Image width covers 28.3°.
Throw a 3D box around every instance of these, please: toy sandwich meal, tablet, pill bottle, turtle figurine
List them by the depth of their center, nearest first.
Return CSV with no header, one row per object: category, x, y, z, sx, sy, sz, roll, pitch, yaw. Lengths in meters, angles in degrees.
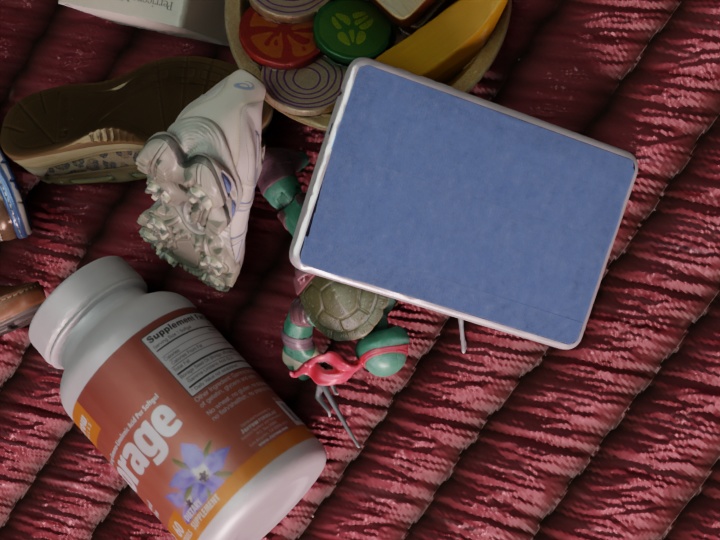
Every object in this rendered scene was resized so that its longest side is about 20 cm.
tablet,0.066,-0.037,0.866,0.199,0.014,0.131,17,95,-19
toy sandwich meal,0.008,-0.182,0.891,0.203,0.070,0.207,-2,70,6
turtle figurine,0.000,0.000,0.910,0.149,0.101,0.201,-23,73,9
pill bottle,-0.126,0.089,0.947,0.200,0.112,0.112,45,104,15

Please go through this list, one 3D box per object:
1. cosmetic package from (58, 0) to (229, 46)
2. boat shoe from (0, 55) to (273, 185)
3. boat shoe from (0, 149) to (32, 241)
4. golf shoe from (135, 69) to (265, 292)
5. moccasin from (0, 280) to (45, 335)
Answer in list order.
cosmetic package,-0.124,-0.262,0.959,0.103,0.087,0.202,12,94,19
boat shoe,-0.149,-0.098,0.990,0.198,0.063,0.074,-3,63,18
boat shoe,-0.307,-0.088,1.027,0.072,0.072,0.200,-32,66,-18
golf shoe,-0.089,-0.054,0.916,0.078,0.200,0.098,33,68,2
moccasin,-0.319,0.014,1.045,0.200,0.074,0.078,2,100,30
